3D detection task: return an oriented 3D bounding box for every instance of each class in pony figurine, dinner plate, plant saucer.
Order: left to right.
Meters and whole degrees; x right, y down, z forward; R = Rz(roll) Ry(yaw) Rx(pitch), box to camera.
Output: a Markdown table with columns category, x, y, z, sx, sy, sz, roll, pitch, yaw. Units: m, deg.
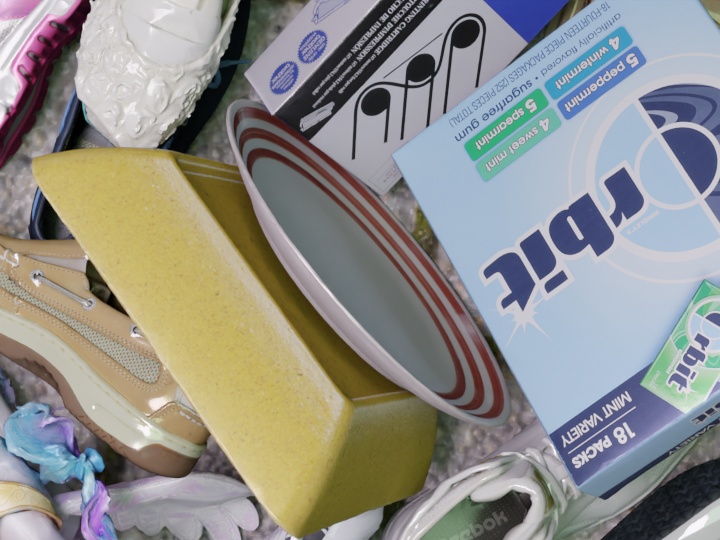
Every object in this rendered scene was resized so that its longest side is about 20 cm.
| category | x | y | z | sx | sy | sz | roll | pitch | yaw |
| --- | --- | --- | --- | --- | --- | --- | --- | --- | --- |
| pony figurine | -0.159 | 0.123 | 0.801 | 0.167 | 0.193 | 0.200 | -46 | 70 | -4 |
| plant saucer | -0.040 | 0.019 | 0.764 | 0.048 | 0.200 | 0.201 | -40 | 77 | 14 |
| dinner plate | 0.000 | 0.000 | 0.786 | 0.024 | 0.200 | 0.201 | -39 | 89 | 13 |

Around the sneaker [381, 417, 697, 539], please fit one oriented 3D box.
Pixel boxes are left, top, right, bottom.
| category | x | y | z | sx | sy | sz | roll | pitch | yaw |
| --- | --- | --- | --- | --- | --- | --- | --- | --- | --- |
| sneaker | 0.101 | 0.106 | 0.820 | 0.199 | 0.116 | 0.074 | -34 | 87 | -2 |

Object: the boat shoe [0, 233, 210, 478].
| category | x | y | z | sx | sy | sz | roll | pitch | yaw |
| --- | --- | --- | --- | --- | --- | --- | --- | --- | --- |
| boat shoe | -0.137 | 0.013 | 0.789 | 0.199 | 0.072 | 0.077 | 36 | 96 | 18 |

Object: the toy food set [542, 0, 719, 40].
| category | x | y | z | sx | sy | sz | roll | pitch | yaw |
| --- | --- | --- | --- | --- | --- | --- | --- | --- | --- |
| toy food set | 0.155 | -0.074 | 0.851 | 0.142 | 0.060 | 0.202 | 20 | 88 | 1 |

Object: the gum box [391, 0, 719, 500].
| category | x | y | z | sx | sy | sz | roll | pitch | yaw |
| --- | --- | --- | --- | --- | --- | --- | --- | --- | --- |
| gum box | 0.129 | -0.023 | 0.778 | 0.169 | 0.044 | 0.201 | -36 | 63 | 15 |

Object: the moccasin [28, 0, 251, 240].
| category | x | y | z | sx | sy | sz | roll | pitch | yaw |
| --- | --- | --- | --- | --- | --- | --- | --- | --- | --- |
| moccasin | -0.109 | -0.089 | 0.849 | 0.080 | 0.068 | 0.202 | 22 | 89 | 1 |

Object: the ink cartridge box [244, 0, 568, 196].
| category | x | y | z | sx | sy | sz | roll | pitch | yaw |
| --- | --- | --- | --- | --- | --- | --- | --- | --- | --- |
| ink cartridge box | 0.044 | -0.139 | 0.817 | 0.200 | 0.094 | 0.044 | -47 | 45 | 11 |

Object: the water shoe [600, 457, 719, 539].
| category | x | y | z | sx | sy | sz | roll | pitch | yaw |
| --- | --- | --- | --- | --- | --- | --- | --- | --- | --- |
| water shoe | 0.149 | 0.176 | 0.840 | 0.200 | 0.072 | 0.079 | -43 | 95 | 14 |

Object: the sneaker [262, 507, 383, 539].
| category | x | y | z | sx | sy | sz | roll | pitch | yaw |
| --- | --- | --- | --- | --- | --- | --- | --- | --- | --- |
| sneaker | -0.030 | 0.204 | 0.841 | 0.115 | 0.075 | 0.200 | 41 | 94 | 1 |

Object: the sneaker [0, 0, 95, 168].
| category | x | y | z | sx | sy | sz | roll | pitch | yaw |
| --- | --- | --- | --- | --- | --- | --- | --- | --- | --- |
| sneaker | -0.181 | -0.149 | 0.846 | 0.088 | 0.081 | 0.201 | 34 | 88 | 0 |

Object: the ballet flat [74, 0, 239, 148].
| category | x | y | z | sx | sy | sz | roll | pitch | yaw |
| --- | --- | --- | --- | --- | --- | --- | --- | --- | --- |
| ballet flat | -0.081 | -0.153 | 0.803 | 0.071 | 0.072 | 0.201 | 22 | 66 | 1 |
